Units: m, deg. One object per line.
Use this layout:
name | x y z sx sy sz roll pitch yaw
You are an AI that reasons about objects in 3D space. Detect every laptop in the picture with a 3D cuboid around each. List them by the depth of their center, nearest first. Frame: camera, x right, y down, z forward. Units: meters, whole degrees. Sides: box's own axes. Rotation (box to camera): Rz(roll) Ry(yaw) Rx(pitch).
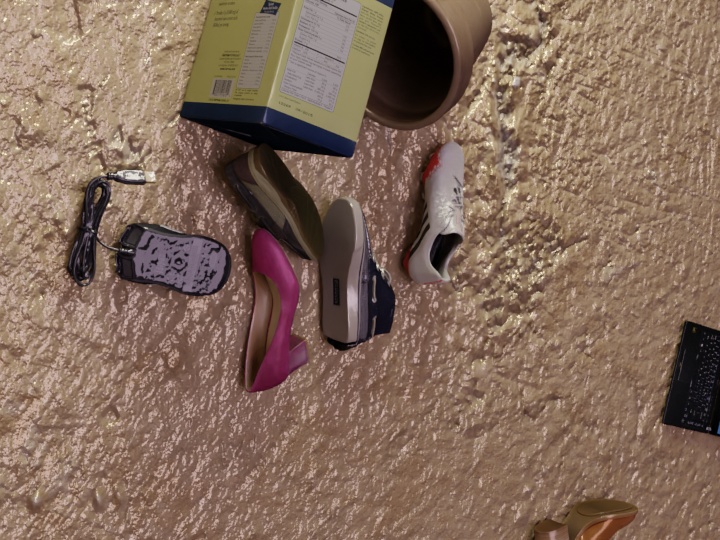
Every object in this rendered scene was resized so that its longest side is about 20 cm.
laptop | 0.625 0.196 2.174 0.198 0.103 0.180 16 87 -37

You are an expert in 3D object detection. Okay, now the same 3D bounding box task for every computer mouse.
computer mouse | -0.246 -0.047 1.525 0.197 0.046 0.143 6 98 -25

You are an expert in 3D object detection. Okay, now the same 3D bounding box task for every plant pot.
plant pot | 0.083 -0.307 1.659 0.174 0.198 0.203 -40 120 -45

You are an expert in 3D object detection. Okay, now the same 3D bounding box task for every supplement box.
supplement box | -0.088 -0.253 1.513 0.133 0.199 0.203 17 87 -37

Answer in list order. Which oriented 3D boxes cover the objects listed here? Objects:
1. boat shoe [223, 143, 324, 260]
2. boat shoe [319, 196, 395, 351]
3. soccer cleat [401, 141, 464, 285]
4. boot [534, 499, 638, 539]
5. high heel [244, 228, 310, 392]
boat shoe | -0.106 -0.081 1.611 0.201 0.065 0.073 57 30 -48
boat shoe | 0.000 0.000 1.705 0.092 0.074 0.203 -10 109 -43
soccer cleat | 0.116 -0.077 1.763 0.068 0.085 0.203 19 86 -36
boot | 0.360 0.456 2.028 0.198 0.076 0.158 -16 104 -31
high heel | -0.126 0.052 1.618 0.095 0.067 0.203 -28 122 -33
